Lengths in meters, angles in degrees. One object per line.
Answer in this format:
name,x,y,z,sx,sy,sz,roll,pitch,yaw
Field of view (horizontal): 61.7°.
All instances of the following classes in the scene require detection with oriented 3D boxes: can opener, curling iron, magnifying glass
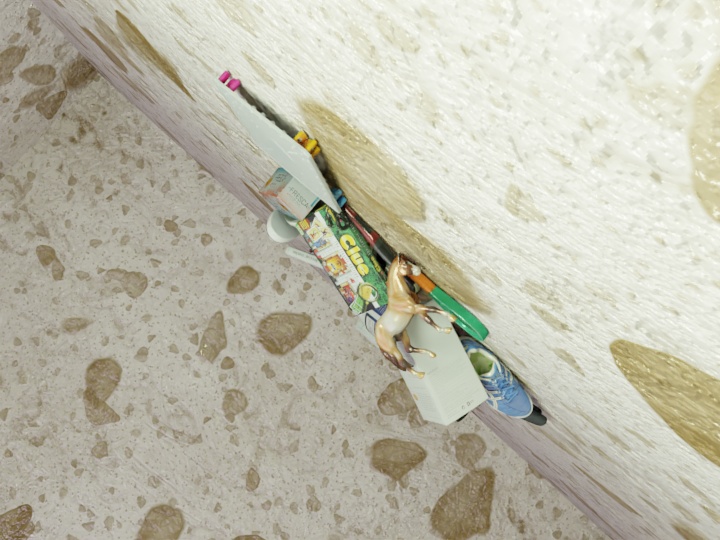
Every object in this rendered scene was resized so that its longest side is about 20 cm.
can opener,0.294,0.259,1.206,0.198,0.079,0.064,33,-158,-12
curling iron,0.017,-0.043,1.004,0.199,0.050,0.026,41,173,-13
magnifying glass,0.132,0.046,0.996,0.200,0.022,0.080,44,174,-3

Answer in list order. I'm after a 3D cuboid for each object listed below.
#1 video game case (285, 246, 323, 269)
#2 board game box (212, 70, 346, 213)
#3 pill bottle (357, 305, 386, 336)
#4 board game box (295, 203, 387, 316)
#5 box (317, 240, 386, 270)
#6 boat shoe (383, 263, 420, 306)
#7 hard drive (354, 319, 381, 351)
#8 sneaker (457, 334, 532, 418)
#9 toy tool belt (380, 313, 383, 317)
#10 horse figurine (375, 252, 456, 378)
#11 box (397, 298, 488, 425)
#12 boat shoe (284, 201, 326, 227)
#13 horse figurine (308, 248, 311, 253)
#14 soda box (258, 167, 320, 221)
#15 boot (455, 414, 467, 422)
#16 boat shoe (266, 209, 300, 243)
video game case,-0.049,-0.001,1.393,0.180,0.024,0.199,20,178,37
board game box,-0.114,-0.189,0.904,0.199,0.026,0.200,41,174,19
pill bottle,0.076,0.117,1.422,0.116,0.116,0.199,46,173,-40
board game box,-0.025,-0.019,1.056,0.104,0.023,0.202,-25,104,38
box,0.000,0.000,1.188,0.108,0.035,0.200,-1,158,18
boat shoe,0.068,0.035,1.119,0.073,0.065,0.200,41,173,18
hard drive,0.100,0.165,1.543,0.199,0.132,0.027,40,149,16
sneaker,0.247,0.207,1.128,0.199,0.076,0.077,42,178,-5
toy tool belt,0.145,0.138,1.241,0.199,0.126,0.123,40,144,-12
horse figurine,0.074,0.089,0.972,0.131,0.050,0.202,33,128,14
box,0.130,0.166,1.110,0.203,0.096,0.124,63,164,1
boat shoe,-0.084,-0.096,1.153,0.065,0.075,0.201,48,165,-32
horse figurine,-0.061,-0.049,1.409,0.131,0.050,0.200,34,170,-13
soda box,-0.133,-0.146,1.125,0.063,0.069,0.200,42,175,-21
boot,0.186,0.235,1.431,0.198,0.186,0.072,26,-154,38
boat shoe,-0.165,-0.099,1.274,0.072,0.066,0.201,41,-155,-15
